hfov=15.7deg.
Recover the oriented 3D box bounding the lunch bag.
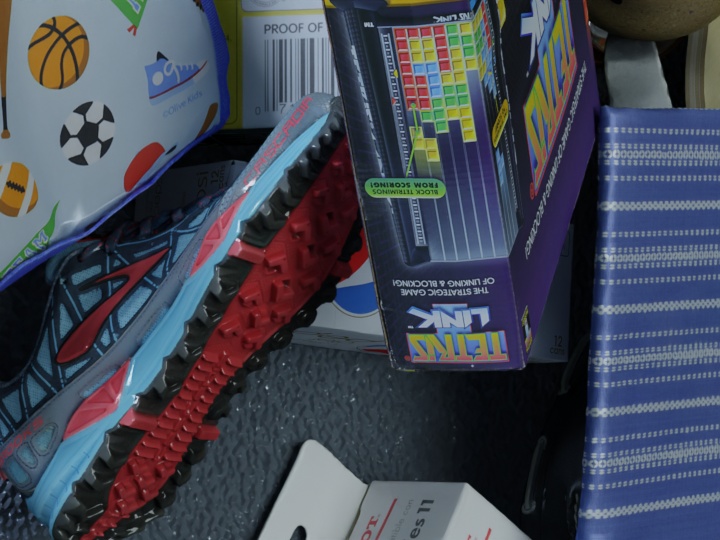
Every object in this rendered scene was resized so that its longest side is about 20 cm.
[{"bbox_3d":[-0.154,-0.097,0.950,0.170,0.124,0.201,-39,104,-37],"label":"lunch bag"}]

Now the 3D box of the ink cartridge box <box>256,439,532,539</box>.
[{"bbox_3d":[0.038,0.170,1.137,0.200,0.067,0.118,42,61,-32],"label":"ink cartridge box"}]

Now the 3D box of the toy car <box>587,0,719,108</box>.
[{"bbox_3d":[0.123,-0.148,1.144,0.201,0.164,0.158,62,18,-19],"label":"toy car"}]

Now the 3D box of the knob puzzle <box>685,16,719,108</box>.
[{"bbox_3d":[0.180,-0.039,1.270,0.219,0.030,0.221,-10,90,-68],"label":"knob puzzle"}]

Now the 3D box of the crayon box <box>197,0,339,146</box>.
[{"bbox_3d":[-0.036,-0.152,1.056,0.051,0.126,0.201,18,72,-79],"label":"crayon box"}]

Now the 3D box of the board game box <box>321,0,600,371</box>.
[{"bbox_3d":[0.044,-0.084,0.995,0.200,0.056,0.166,-68,151,-55],"label":"board game box"}]

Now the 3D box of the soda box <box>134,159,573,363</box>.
[{"bbox_3d":[0.000,0.000,1.115,0.199,0.068,0.064,10,80,-41],"label":"soda box"}]

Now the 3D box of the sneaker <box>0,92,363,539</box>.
[{"bbox_3d":[-0.078,0.004,0.992,0.200,0.095,0.079,-51,154,4],"label":"sneaker"}]

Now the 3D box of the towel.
[{"bbox_3d":[0.142,0.029,1.147,0.144,0.024,0.201,-3,98,-48],"label":"towel"}]

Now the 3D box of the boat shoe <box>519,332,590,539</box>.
[{"bbox_3d":[0.123,0.056,1.227,0.076,0.060,0.200,54,40,-23],"label":"boat shoe"}]

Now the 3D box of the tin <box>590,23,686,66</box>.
[{"bbox_3d":[0.132,-0.192,1.271,0.112,0.042,0.201,33,66,-31],"label":"tin"}]
